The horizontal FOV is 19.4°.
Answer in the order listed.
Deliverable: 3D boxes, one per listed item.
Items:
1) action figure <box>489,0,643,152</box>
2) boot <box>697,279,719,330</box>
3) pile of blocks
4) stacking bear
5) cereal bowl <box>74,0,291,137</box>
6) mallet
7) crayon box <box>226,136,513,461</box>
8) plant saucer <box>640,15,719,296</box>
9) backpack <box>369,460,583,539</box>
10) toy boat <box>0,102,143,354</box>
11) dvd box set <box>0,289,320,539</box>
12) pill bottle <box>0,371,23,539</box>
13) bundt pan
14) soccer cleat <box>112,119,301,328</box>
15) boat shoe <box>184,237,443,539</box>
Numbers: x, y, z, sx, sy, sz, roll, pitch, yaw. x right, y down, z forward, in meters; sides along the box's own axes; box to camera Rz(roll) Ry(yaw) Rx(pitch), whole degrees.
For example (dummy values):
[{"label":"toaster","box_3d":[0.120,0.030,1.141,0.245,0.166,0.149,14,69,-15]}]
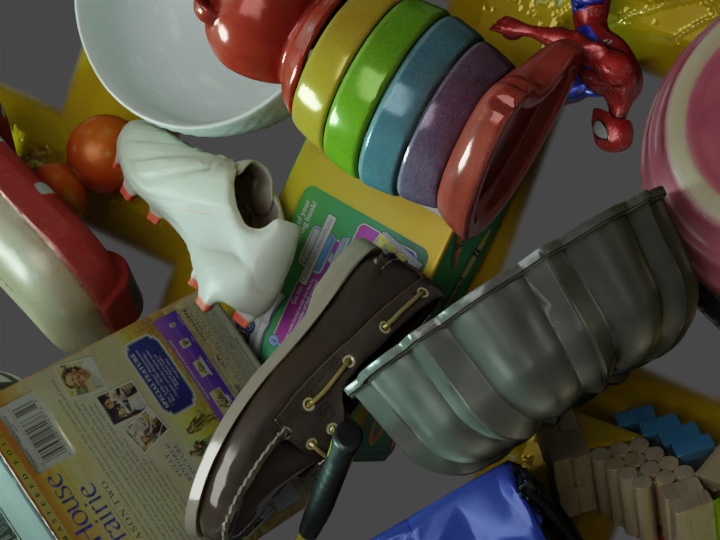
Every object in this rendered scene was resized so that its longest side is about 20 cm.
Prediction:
[{"label":"action figure","box_3d":[0.107,-0.159,1.224,0.098,0.065,0.201,-16,79,15]},{"label":"boot","box_3d":[0.277,0.008,1.133,0.199,0.070,0.132,32,92,25]},{"label":"pile of blocks","box_3d":[0.185,0.129,1.178,0.199,0.082,0.062,24,141,36]},{"label":"stacking bear","box_3d":[0.003,-0.113,1.173,0.199,0.121,0.114,31,122,13]},{"label":"cereal bowl","box_3d":[-0.075,-0.177,1.308,0.199,0.083,0.202,-5,81,29]},{"label":"mallet","box_3d":[-0.026,0.137,1.149,0.041,0.066,0.201,23,133,1]},{"label":"crayon box","box_3d":[0.000,0.000,1.275,0.118,0.058,0.201,30,101,26]},{"label":"plant saucer","box_3d":[0.241,-0.076,1.122,0.199,0.051,0.202,-12,62,23]},{"label":"backpack","box_3d":[0.073,0.225,1.159,0.167,0.162,0.201,-30,84,6]},{"label":"toy boat","box_3d":[-0.196,-0.052,1.363,0.131,0.131,0.200,-41,67,-13]},{"label":"dvd box set","box_3d":[-0.117,0.106,1.192,0.147,0.200,0.029,55,132,5]},{"label":"pill bottle","box_3d":[-0.259,0.119,1.324,0.113,0.200,0.115,-2,86,27]},{"label":"bundt pan","box_3d":[0.094,0.042,1.107,0.201,0.202,0.076,-34,83,22]},{"label":"soccer cleat","box_3d":[-0.089,-0.045,1.279,0.078,0.069,0.200,-55,40,16]},{"label":"boat shoe","box_3d":[-0.025,0.073,1.176,0.059,0.072,0.200,27,65,16]}]
